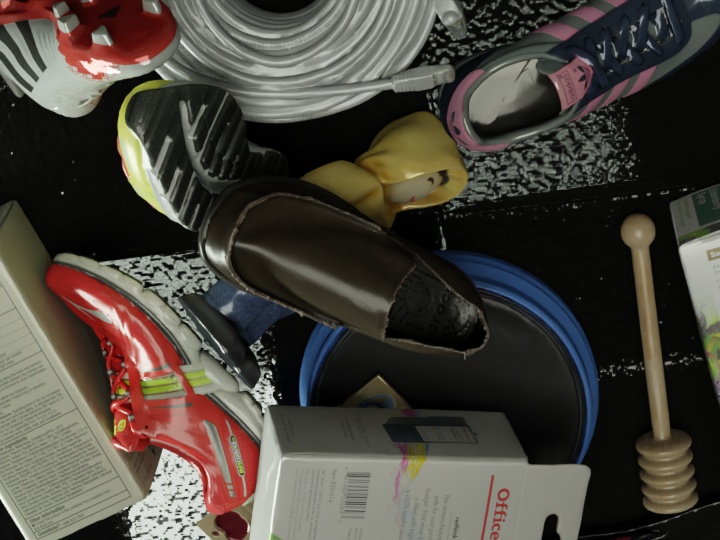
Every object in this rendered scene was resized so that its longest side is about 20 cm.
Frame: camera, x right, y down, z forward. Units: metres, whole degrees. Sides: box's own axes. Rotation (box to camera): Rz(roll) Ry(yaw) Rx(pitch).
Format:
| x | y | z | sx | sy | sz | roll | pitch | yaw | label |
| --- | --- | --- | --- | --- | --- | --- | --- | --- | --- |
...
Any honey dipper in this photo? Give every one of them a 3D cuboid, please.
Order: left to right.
| x | y | z | sx | sy | sz | roll | pitch | yaw | label |
| --- | --- | --- | --- | --- | --- | --- | --- | --- | --- |
| 0.191 | 0.059 | 1.253 | 0.038 | 0.038 | 0.202 | -7 | 107 | 6 | honey dipper |

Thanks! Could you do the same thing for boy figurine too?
| x | y | z | sx | sy | sz | roll | pitch | yaw | label |
| --- | --- | --- | --- | --- | --- | --- | --- | --- | --- |
| -0.017 | -0.017 | 1.197 | 0.200 | 0.125 | 0.064 | -40 | 62 | -10 | boy figurine |

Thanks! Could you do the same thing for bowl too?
| x | y | z | sx | sy | sz | roll | pitch | yaw | label |
| --- | --- | --- | --- | --- | --- | --- | --- | --- | --- |
| 0.057 | 0.087 | 1.267 | 0.198 | 0.039 | 0.203 | 1 | 111 | 3 | bowl |

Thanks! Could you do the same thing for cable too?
| x | y | z | sx | sy | sz | roll | pitch | yaw | label |
| --- | --- | --- | --- | --- | --- | --- | --- | --- | --- |
| -0.048 | -0.188 | 1.150 | 0.198 | 0.069 | 0.202 | -15 | 110 | 11 | cable |

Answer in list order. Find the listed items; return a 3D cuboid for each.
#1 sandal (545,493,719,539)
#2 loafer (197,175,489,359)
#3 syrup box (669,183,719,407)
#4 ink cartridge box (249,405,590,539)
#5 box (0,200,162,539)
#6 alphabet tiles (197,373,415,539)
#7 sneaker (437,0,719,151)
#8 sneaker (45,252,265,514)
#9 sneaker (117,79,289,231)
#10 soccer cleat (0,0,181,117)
| x | y | z | sx | sy | sz | roll | pitch | yaw | label |
| --- | --- | --- | --- | --- | --- | --- | --- | --- | --- |
| 0.177 | 0.207 | 1.303 | 0.199 | 0.045 | 0.076 | -24 | 109 | 12 | sandal |
| 0.000 | 0.000 | 1.123 | 0.199 | 0.071 | 0.074 | 18 | 96 | -30 | loafer |
| 0.257 | 0.048 | 1.217 | 0.081 | 0.079 | 0.202 | -16 | 110 | 10 | syrup box |
| 0.035 | 0.152 | 1.217 | 0.198 | 0.067 | 0.118 | 3 | 113 | -13 | ink cartridge box |
| -0.218 | 0.068 | 1.255 | 0.094 | 0.078 | 0.201 | -23 | 108 | 13 | box |
| 0.018 | 0.187 | 1.285 | 0.167 | 0.008 | 0.200 | -40 | 105 | 17 | alphabet tiles |
| 0.141 | -0.123 | 1.154 | 0.199 | 0.082 | 0.071 | -28 | 106 | 10 | sneaker |
| -0.134 | 0.073 | 1.223 | 0.085 | 0.077 | 0.200 | -45 | 94 | -14 | sneaker |
| -0.113 | -0.067 | 1.146 | 0.090 | 0.200 | 0.079 | 22 | 82 | 17 | sneaker |
| -0.163 | -0.127 | 1.136 | 0.069 | 0.199 | 0.086 | -39 | 124 | -28 | soccer cleat |
